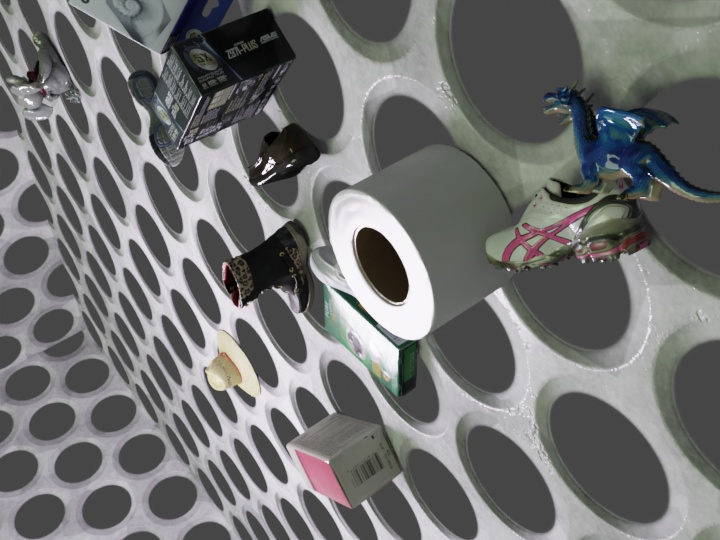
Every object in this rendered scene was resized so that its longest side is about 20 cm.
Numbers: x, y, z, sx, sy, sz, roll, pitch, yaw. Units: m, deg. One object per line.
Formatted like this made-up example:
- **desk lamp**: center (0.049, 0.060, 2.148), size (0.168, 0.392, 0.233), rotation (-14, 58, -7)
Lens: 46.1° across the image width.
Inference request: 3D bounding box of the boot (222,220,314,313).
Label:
- **boot**: center (-0.161, 0.021, 1.497), size (0.073, 0.150, 0.201), rotation (41, 148, 34)

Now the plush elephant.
- **plush elephant**: center (-0.841, -0.482, 2.200), size (0.200, 0.154, 0.165), rotation (51, 153, 19)

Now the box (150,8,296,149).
- **box**: center (-0.209, -0.282, 1.265), size (0.086, 0.163, 0.200), rotation (59, 155, 1)

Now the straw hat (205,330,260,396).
- **straw hat**: center (-0.343, 0.255, 2.133), size (0.201, 0.085, 0.202), rotation (42, 149, 33)

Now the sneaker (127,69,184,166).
- **sneaker**: center (-0.413, -0.308, 1.731), size (0.087, 0.074, 0.201), rotation (177, 72, -74)

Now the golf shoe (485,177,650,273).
- **golf shoe**: center (0.203, -0.051, 0.873), size (0.200, 0.072, 0.093), rotation (-12, 98, 53)

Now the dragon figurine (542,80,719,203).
- **dragon figurine**: center (0.235, -0.112, 0.737), size (0.200, 0.059, 0.100), rotation (18, 106, 52)

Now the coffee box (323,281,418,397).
- **coffee box**: center (0.014, 0.101, 1.386), size (0.200, 0.044, 0.123), rotation (40, 147, 35)

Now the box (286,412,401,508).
- **box**: center (-0.034, 0.364, 1.642), size (0.200, 0.128, 0.109), rotation (-4, 114, 62)

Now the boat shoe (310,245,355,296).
- **boat shoe**: center (0.000, 0.000, 1.294), size (0.200, 0.073, 0.066), rotation (29, 136, 31)

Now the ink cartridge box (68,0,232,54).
- **ink cartridge box**: center (-0.275, -0.405, 1.176), size (0.200, 0.199, 0.041), rotation (-52, 24, 32)

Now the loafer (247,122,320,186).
- **loafer**: center (-0.124, -0.184, 1.332), size (0.200, 0.073, 0.072), rotation (-16, 93, 58)

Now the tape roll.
- **tape roll**: center (0.074, -0.035, 1.033), size (0.203, 0.139, 0.203), rotation (43, 149, 33)
